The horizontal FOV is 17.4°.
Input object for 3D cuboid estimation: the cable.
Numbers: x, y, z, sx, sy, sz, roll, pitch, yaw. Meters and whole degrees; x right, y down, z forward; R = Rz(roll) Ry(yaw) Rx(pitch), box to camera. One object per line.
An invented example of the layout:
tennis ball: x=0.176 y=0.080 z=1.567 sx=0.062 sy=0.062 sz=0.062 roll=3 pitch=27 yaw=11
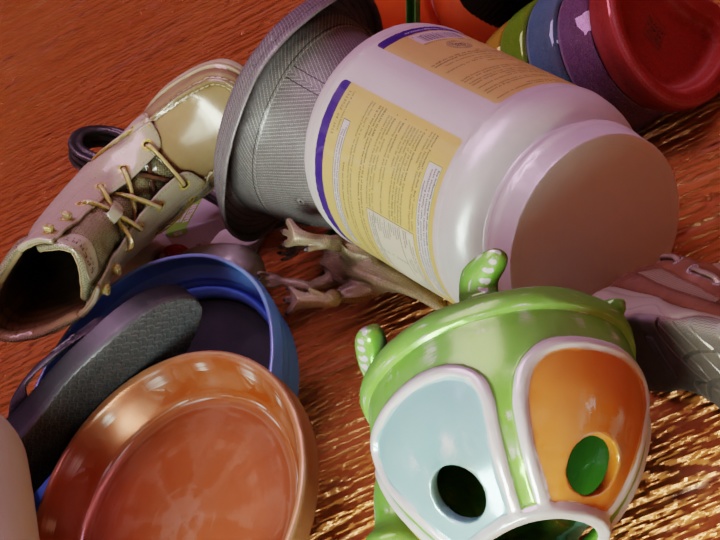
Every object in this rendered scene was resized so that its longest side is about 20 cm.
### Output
cable: x=-0.111 y=-0.059 z=1.653 sx=0.199 sy=0.050 sz=0.097 roll=1 pitch=44 yaw=8

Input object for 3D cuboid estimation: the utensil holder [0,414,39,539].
utensil holder: x=-0.256 y=0.187 z=1.312 sx=0.170 sy=0.170 sz=0.200 roll=-29 pitch=42 yaw=13

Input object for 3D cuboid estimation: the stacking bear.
stacking bear: x=0.121 y=-0.121 z=1.507 sx=0.200 sy=0.121 sz=0.114 roll=-24 pitch=30 yaw=42

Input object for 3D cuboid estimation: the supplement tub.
supplement tub: x=0.075 y=-0.052 z=1.373 sx=0.145 sy=0.146 sz=0.200 roll=-42 pitch=39 yaw=-13

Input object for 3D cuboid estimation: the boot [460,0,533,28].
boot: x=0.118 y=-0.238 z=1.566 sx=0.200 sy=0.139 sz=0.077 roll=-4 pitch=-25 yaw=-46

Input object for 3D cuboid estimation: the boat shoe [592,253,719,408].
boat shoe: x=0.191 y=0.027 z=1.205 sx=0.072 sy=0.076 sz=0.200 roll=-41 pitch=28 yaw=-16

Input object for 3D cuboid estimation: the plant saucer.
plant saucer: x=-0.105 y=0.143 z=1.348 sx=0.200 sy=0.032 sz=0.201 roll=-19 pitch=53 yaw=28

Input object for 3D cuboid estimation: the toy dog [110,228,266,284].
toy dog: x=-0.130 y=0.012 z=1.615 sx=0.132 sy=0.096 sz=0.200 roll=-49 pitch=40 yaw=0

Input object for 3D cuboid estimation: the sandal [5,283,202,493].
sandal: x=-0.181 y=0.073 z=1.418 sx=0.200 sy=0.076 sz=0.043 roll=-42 pitch=61 yaw=10

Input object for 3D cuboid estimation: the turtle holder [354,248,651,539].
turtle holder: x=0.059 y=0.090 z=1.185 sx=0.185 sy=0.141 sz=0.132 roll=-23 pitch=56 yaw=19

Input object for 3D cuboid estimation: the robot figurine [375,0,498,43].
robot figurine: x=0.075 y=-0.210 z=1.698 sx=0.144 sy=0.117 sz=0.200 roll=-34 pitch=23 yaw=-22

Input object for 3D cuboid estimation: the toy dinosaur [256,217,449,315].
toy dinosaur: x=0.000 y=0.000 z=1.465 sx=0.101 sy=0.058 sz=0.200 roll=2 pitch=8 yaw=-26

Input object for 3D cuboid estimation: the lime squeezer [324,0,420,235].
lime squeezer: x=0.026 y=-0.103 z=1.640 sx=0.038 sy=0.071 sz=0.201 roll=16 pitch=83 yaw=17

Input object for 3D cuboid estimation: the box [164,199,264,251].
box: x=-0.133 y=-0.056 z=1.773 sx=0.199 sy=0.041 sz=0.156 roll=-13 pitch=34 yaw=37

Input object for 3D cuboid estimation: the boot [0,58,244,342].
boot: x=-0.149 y=-0.042 z=1.488 sx=0.200 sy=0.072 sz=0.155 roll=-39 pitch=9 yaw=26

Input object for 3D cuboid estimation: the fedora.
fedora: x=-0.011 y=-0.084 z=1.507 sx=0.090 sy=0.200 sz=0.177 roll=30 pitch=71 yaw=21

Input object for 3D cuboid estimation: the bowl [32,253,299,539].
bowl: x=-0.123 y=0.086 z=1.450 sx=0.200 sy=0.039 sz=0.201 roll=-20 pitch=52 yaw=28
